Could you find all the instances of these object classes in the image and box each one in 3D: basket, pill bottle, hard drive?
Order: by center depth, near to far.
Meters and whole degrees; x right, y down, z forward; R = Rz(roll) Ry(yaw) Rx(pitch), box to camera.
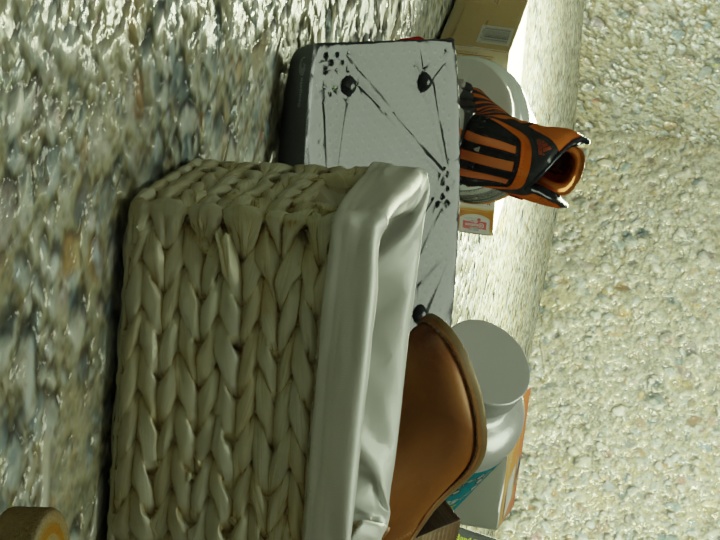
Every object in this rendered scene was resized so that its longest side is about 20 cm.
[{"bbox_3d":[-0.045,0.048,0.867,0.136,0.122,0.202,-49,147,-73],"label":"basket"},{"bbox_3d":[0.004,-0.044,1.122,0.134,0.042,0.202,-9,104,-42],"label":"hard drive"},{"bbox_3d":[0.049,0.117,1.309,0.200,0.110,0.111,-55,-166,48],"label":"pill bottle"},{"bbox_3d":[0.095,-0.124,1.561,0.200,0.115,0.117,22,77,-79],"label":"pill bottle"}]

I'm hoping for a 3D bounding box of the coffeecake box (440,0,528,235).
[{"bbox_3d":[0.117,-0.161,1.781,0.154,0.072,0.201,-68,164,-57],"label":"coffeecake box"}]

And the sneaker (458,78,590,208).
[{"bbox_3d":[0.108,-0.085,1.316,0.200,0.111,0.078,-76,-178,-74],"label":"sneaker"}]

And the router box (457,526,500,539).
[{"bbox_3d":[0.019,0.245,1.252,0.199,0.062,0.151,24,70,-35],"label":"router box"}]

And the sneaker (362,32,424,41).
[{"bbox_3d":[0.022,-0.117,1.271,0.200,0.071,0.113,-49,151,-86],"label":"sneaker"}]

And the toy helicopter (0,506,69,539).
[{"bbox_3d":[-0.113,0.162,0.715,0.133,0.078,0.201,-72,163,-47],"label":"toy helicopter"}]

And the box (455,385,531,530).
[{"bbox_3d":[0.128,0.203,2.048,0.200,0.105,0.154,-3,101,-80],"label":"box"}]

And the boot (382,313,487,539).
[{"bbox_3d":[-0.005,0.130,1.117,0.074,0.154,0.201,43,-41,47],"label":"boot"}]
